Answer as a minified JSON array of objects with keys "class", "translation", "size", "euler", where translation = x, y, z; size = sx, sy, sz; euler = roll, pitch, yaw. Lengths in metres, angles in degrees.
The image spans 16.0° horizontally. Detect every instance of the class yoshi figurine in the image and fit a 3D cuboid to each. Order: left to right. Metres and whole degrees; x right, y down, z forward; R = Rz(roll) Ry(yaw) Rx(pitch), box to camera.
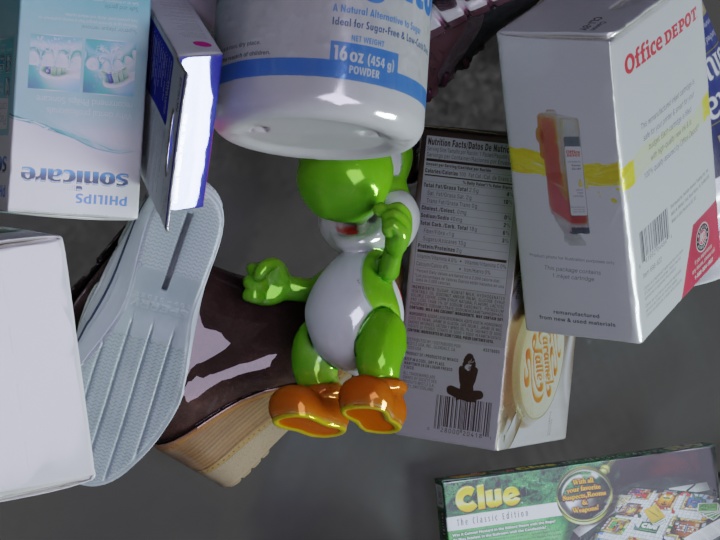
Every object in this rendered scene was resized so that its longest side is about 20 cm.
[{"class":"yoshi figurine","translation":[-0.012,-0.005,1.593],"size":[0.112,0.112,0.201],"euler":[10,70,-8]}]

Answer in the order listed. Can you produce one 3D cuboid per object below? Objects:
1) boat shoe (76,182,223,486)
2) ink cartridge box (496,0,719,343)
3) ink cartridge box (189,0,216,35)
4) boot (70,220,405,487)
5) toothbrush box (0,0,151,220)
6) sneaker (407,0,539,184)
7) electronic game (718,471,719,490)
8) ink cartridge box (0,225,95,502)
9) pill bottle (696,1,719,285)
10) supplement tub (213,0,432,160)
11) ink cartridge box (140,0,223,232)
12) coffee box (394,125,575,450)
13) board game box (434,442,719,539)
[{"class":"boat shoe","translation":[-0.134,0.034,1.575],"size":[0.073,0.067,0.201],"euler":[24,98,-17]},{"class":"ink cartridge box","translation":[0.159,-0.076,1.617],"size":[0.145,0.083,0.201],"euler":[-38,127,-52]},{"class":"ink cartridge box","translation":[-0.024,-0.221,1.609],"size":[0.162,0.057,0.200],"euler":[44,96,2]},{"class":"boot","translation":[-0.082,0.021,1.642],"size":[0.200,0.072,0.166],"euler":[-48,110,-10]},{"class":"toothbrush box","translation":[-0.186,-0.132,1.554],"size":[0.085,0.146,0.202],"euler":[2,93,-21]},{"class":"sneaker","translation":[0.040,-0.121,1.684],"size":[0.199,0.076,0.116],"euler":[-22,110,1]},{"class":"electronic game","translation":[0.312,0.223,1.833],"size":[0.198,0.042,0.202],"euler":[0,91,-15]},{"class":"ink cartridge box","translation":[-0.225,0.051,1.514],"size":[0.084,0.200,0.147],"euler":[-10,97,-19]},{"class":"pill bottle","translation":[0.208,-0.095,1.739],"size":[0.111,0.111,0.201],"euler":[-28,103,-19]},{"class":"supplement tub","translation":[-0.020,-0.175,1.522],"size":[0.131,0.132,0.202],"euler":[7,80,-23]},{"class":"ink cartridge box","translation":[-0.112,-0.101,1.513],"size":[0.037,0.200,0.095],"euler":[4,111,-13]},{"class":"coffee box","translation":[0.088,0.010,1.679],"size":[0.114,0.079,0.202],"euler":[0,97,-63]},{"class":"board game box","translation":[0.152,0.181,1.759],"size":[0.198,0.023,0.106],"euler":[-6,95,-14]}]
